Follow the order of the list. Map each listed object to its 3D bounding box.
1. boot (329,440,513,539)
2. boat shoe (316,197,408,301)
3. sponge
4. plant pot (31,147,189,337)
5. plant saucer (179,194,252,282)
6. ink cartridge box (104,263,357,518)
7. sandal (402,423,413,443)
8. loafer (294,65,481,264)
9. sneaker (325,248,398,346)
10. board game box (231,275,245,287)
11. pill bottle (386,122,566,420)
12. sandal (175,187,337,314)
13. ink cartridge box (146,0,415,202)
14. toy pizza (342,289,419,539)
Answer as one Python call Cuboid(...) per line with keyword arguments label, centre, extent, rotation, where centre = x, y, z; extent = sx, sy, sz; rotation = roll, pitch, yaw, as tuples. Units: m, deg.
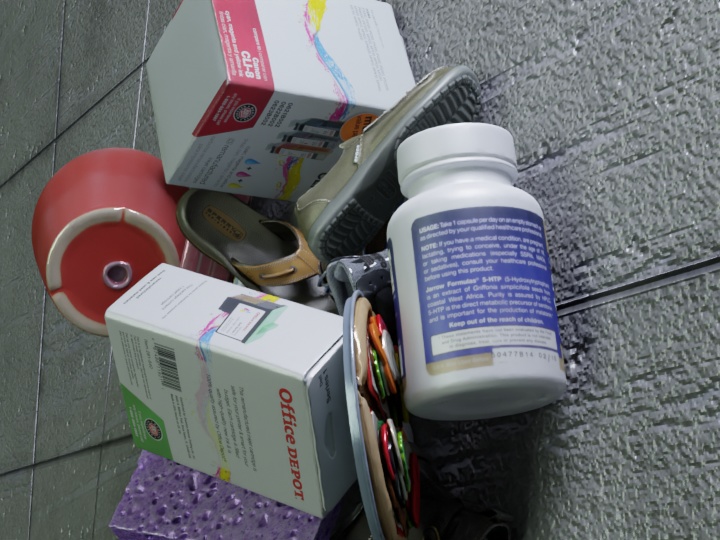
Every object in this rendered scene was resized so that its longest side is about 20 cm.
Cuboid(label="boot", centre=(0.040, 0.244, 1.159), extent=(0.174, 0.069, 0.201), rotation=(41, 116, 58))
Cuboid(label="boat shoe", centre=(0.000, 0.000, 1.274), extent=(0.072, 0.072, 0.201), rotation=(135, 146, -78))
Cuboid(label="sponge", centre=(-0.110, 0.189, 1.255), extent=(0.199, 0.030, 0.112), rotation=(5, 55, 27))
Cuboid(label="plant pot", centre=(-0.268, -0.020, 1.619), extent=(0.177, 0.199, 0.202), rotation=(-119, 43, -72))
Cuboid(label="plant saucer", centre=(-0.151, -0.026, 1.539), extent=(0.201, 0.051, 0.202), rotation=(-166, 90, -87))
Cuboid(label="ink cartridge box", centre=(-0.095, 0.095, 1.195), extent=(0.199, 0.084, 0.145), rotation=(16, 130, 29))
Cuboid(label="sandal", centre=(-0.048, 0.119, 1.282), extent=(0.206, 0.059, 0.080), rotation=(19, 103, 33))
Cuboid(label="loafer", centre=(0.017, -0.097, 1.212), extent=(0.200, 0.075, 0.070), rotation=(-46, 49, -6))
Cuboid(label="sneaker", centre=(0.040, -0.015, 1.182), extent=(0.075, 0.113, 0.201), rotation=(31, 110, 59))
Cuboid(label="board game box", centre=(-0.112, 0.031, 1.451), extent=(0.200, 0.034, 0.127), rotation=(-121, 45, -81))
Cuboid(label="pill bottle", centre=(0.081, 0.001, 1.087), extent=(0.120, 0.119, 0.201), rotation=(-31, 60, 55))
Cuboid(label="sandal", centre=(-0.075, -0.018, 1.319), extent=(0.082, 0.200, 0.055), rotation=(-51, -4, -30))
Cuboid(label="ink cartridge box", centre=(-0.069, -0.161, 1.335), extent=(0.145, 0.199, 0.145), rotation=(-51, 43, 43))
Cuboid(label="toy pizza", centre=(0.020, 0.112, 1.083), extent=(0.200, 0.032, 0.201), rotation=(-9, -90, -83))
